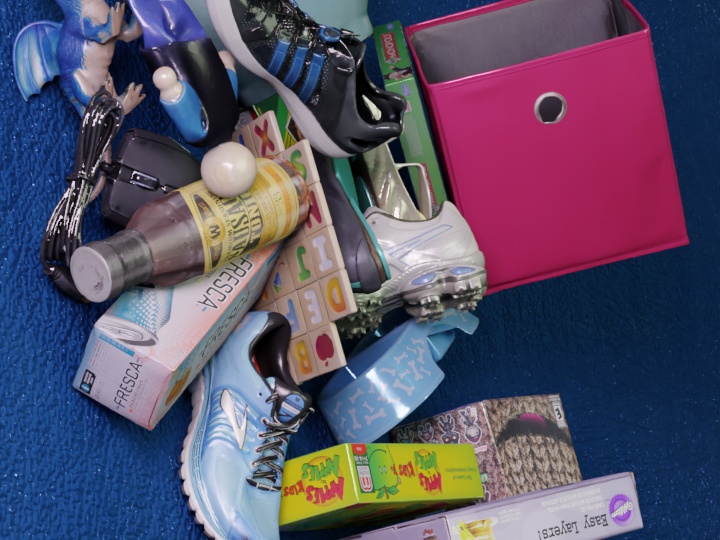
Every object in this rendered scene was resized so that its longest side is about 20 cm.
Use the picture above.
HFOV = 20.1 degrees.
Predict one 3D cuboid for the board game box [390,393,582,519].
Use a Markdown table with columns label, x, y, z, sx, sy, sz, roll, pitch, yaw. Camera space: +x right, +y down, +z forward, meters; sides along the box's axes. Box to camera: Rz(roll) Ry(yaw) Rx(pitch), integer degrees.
| label | x | y | z | sx | sy | sz | roll | pitch | yaw |
| --- | --- | --- | --- | --- | --- | --- | --- | --- | --- |
| board game box | 0.128 | 0.219 | 1.803 | 0.159 | 0.097 | 0.201 | 0 | 73 | -60 |

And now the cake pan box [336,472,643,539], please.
| label | x | y | z | sx | sy | sz | roll | pitch | yaw |
| --- | --- | --- | --- | --- | --- | --- | --- | --- | --- |
| cake pan box | 0.090 | 0.208 | 1.595 | 0.184 | 0.200 | 0.052 | -6 | 80 | -34 |

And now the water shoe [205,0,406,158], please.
| label | x | y | z | sx | sy | sz | roll | pitch | yaw |
| --- | --- | --- | --- | --- | --- | --- | --- | --- | --- |
| water shoe | -0.035 | -0.165 | 1.482 | 0.200 | 0.079 | 0.072 | 49 | 39 | -40 |

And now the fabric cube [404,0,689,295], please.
| label | x | y | z | sx | sy | sz | roll | pitch | yaw |
| --- | --- | --- | --- | --- | --- | --- | --- | --- | --- |
| fabric cube | 0.161 | -0.122 | 1.795 | 0.200 | 0.196 | 0.200 | -101 | 177 | -68 |

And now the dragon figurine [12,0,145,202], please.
| label | x | y | z | sx | sy | sz | roll | pitch | yaw |
| --- | --- | --- | --- | --- | --- | --- | --- | --- | --- |
| dragon figurine | -0.211 | -0.151 | 1.473 | 0.059 | 0.099 | 0.201 | -16 | 114 | -61 |

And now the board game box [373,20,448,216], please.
| label | x | y | z | sx | sy | sz | roll | pitch | yaw |
| --- | --- | --- | --- | --- | --- | --- | --- | --- | --- |
| board game box | 0.053 | -0.109 | 1.842 | 0.135 | 0.029 | 0.200 | -98 | 173 | -61 |

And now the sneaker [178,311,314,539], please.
| label | x | y | z | sx | sy | sz | roll | pitch | yaw |
| --- | --- | --- | --- | --- | --- | --- | --- | --- | --- |
| sneaker | -0.080 | 0.118 | 1.511 | 0.078 | 0.090 | 0.201 | 26 | 52 | -53 |

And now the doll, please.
| label | x | y | z | sx | sy | sz | roll | pitch | yaw |
| --- | --- | --- | --- | --- | --- | --- | --- | --- | --- |
| doll | -0.122 | -0.145 | 1.420 | 0.200 | 0.048 | 0.136 | 64 | 19 | 2 |

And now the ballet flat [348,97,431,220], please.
| label | x | y | z | sx | sy | sz | roll | pitch | yaw |
| --- | --- | --- | --- | --- | --- | --- | --- | --- | --- |
| ballet flat | 0.016 | -0.094 | 1.702 | 0.067 | 0.062 | 0.201 | -166 | -124 | -72 |

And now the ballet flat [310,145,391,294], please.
| label | x | y | z | sx | sy | sz | roll | pitch | yaw |
| --- | --- | --- | --- | --- | --- | --- | --- | --- | --- |
| ballet flat | -0.029 | -0.045 | 1.595 | 0.073 | 0.073 | 0.200 | 49 | 13 | -34 |

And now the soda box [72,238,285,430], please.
| label | x | y | z | sx | sy | sz | roll | pitch | yaw |
| --- | --- | --- | --- | --- | --- | --- | --- | --- | --- |
| soda box | -0.128 | 0.026 | 1.474 | 0.068 | 0.064 | 0.200 | 29 | 36 | 6 |

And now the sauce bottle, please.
| label | x | y | z | sx | sy | sz | roll | pitch | yaw |
| --- | --- | --- | --- | --- | --- | --- | --- | --- | --- |
| sauce bottle | -0.119 | -0.026 | 1.438 | 0.200 | 0.066 | 0.066 | -29 | 99 | -45 |

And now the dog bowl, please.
| label | x | y | z | sx | sy | sz | roll | pitch | yaw |
| --- | --- | --- | --- | --- | --- | --- | --- | --- | --- |
| dog bowl | 0.028 | 0.078 | 1.712 | 0.050 | 0.111 | 0.200 | 51 | 32 | -7 |

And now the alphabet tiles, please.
| label | x | y | z | sx | sy | sz | roll | pitch | yaw |
| --- | --- | --- | --- | --- | --- | --- | --- | --- | --- |
| alphabet tiles | -0.065 | -0.013 | 1.553 | 0.006 | 0.166 | 0.201 | -12 | 83 | -34 |

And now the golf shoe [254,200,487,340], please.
| label | x | y | z | sx | sy | sz | roll | pitch | yaw |
| --- | --- | --- | --- | --- | --- | --- | --- | --- | --- |
| golf shoe | 0.000 | 0.000 | 1.648 | 0.078 | 0.199 | 0.097 | 106 | -28 | -68 |

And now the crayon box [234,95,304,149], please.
| label | x | y | z | sx | sy | sz | roll | pitch | yaw |
| --- | --- | --- | --- | --- | --- | --- | --- | --- | --- |
| crayon box | -0.036 | -0.079 | 1.737 | 0.200 | 0.058 | 0.173 | 62 | 30 | -15 |

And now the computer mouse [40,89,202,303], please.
| label | x | y | z | sx | sy | sz | roll | pitch | yaw |
| --- | --- | --- | --- | --- | --- | --- | --- | --- | --- |
| computer mouse | -0.163 | -0.037 | 1.471 | 0.200 | 0.046 | 0.141 | 40 | 68 | -71 |

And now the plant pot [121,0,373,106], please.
| label | x | y | z | sx | sy | sz | roll | pitch | yaw |
| --- | --- | --- | --- | --- | --- | --- | --- | --- | --- |
| plant pot | -0.072 | -0.213 | 1.593 | 0.134 | 0.200 | 0.200 | 59 | 30 | -8 |

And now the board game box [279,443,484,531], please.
| label | x | y | z | sx | sy | sz | roll | pitch | yaw |
| --- | --- | --- | --- | --- | --- | --- | --- | --- | --- |
| board game box | 0.005 | 0.172 | 1.613 | 0.200 | 0.101 | 0.048 | 8 | 65 | -58 |
